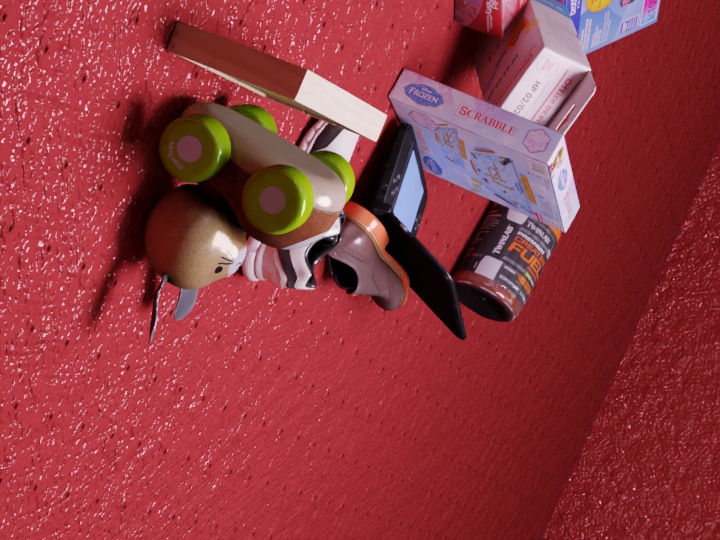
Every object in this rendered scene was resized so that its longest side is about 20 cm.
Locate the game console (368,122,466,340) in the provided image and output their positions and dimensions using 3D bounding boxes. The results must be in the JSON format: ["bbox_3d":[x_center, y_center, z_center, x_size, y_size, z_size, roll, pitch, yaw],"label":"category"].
[{"bbox_3d":[0.083,-0.043,1.834,0.200,0.116,0.176,72,34,-66],"label":"game console"}]

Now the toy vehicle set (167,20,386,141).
[{"bbox_3d":[-0.066,-0.158,1.366,0.027,0.124,0.200,-68,161,3],"label":"toy vehicle set"}]

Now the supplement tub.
[{"bbox_3d":[0.212,-0.036,2.238,0.200,0.107,0.107,-60,159,-19],"label":"supplement tub"}]

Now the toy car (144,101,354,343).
[{"bbox_3d":[-0.119,-0.027,1.366,0.200,0.158,0.164,-60,173,15],"label":"toy car"}]

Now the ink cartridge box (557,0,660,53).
[{"bbox_3d":[0.291,-0.354,2.067,0.200,0.076,0.137,-25,143,-20],"label":"ink cartridge box"}]

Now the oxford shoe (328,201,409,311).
[{"bbox_3d":[0.000,0.000,1.805,0.073,0.071,0.200,-52,148,-15],"label":"oxford shoe"}]

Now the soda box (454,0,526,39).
[{"bbox_3d":[0.145,-0.355,1.781,0.070,0.063,0.200,-55,157,-29],"label":"soda box"}]

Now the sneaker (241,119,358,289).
[{"bbox_3d":[-0.040,-0.067,1.601,0.200,0.080,0.074,-64,158,-12],"label":"sneaker"}]

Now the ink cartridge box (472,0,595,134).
[{"bbox_3d":[0.198,-0.229,1.857,0.115,0.068,0.200,-55,-156,29],"label":"ink cartridge box"}]

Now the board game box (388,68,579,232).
[{"bbox_3d":[0.143,-0.133,1.816,0.041,0.199,0.200,-60,160,-12],"label":"board game box"}]
